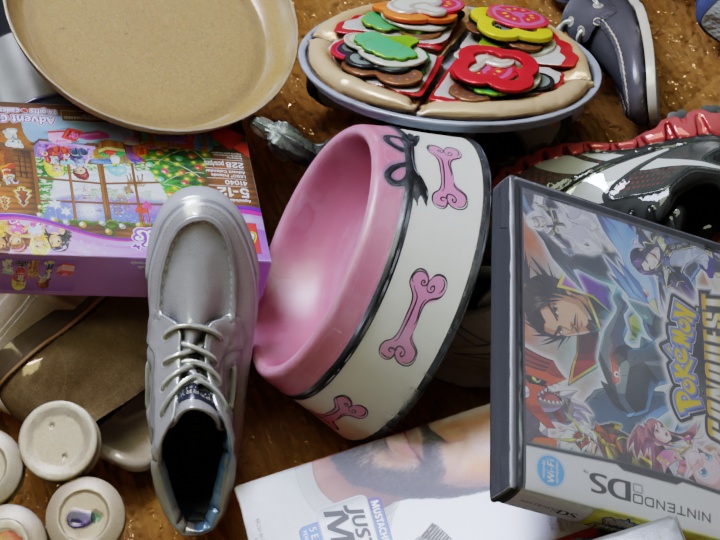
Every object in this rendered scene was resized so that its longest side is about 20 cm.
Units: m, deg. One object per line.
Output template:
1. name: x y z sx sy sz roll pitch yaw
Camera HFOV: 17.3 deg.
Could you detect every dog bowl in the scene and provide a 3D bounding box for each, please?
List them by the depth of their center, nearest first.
1. dog bowl: 0.000 0.000 1.451 0.073 0.200 0.201 22 49 -19

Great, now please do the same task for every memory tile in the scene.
1. memory tile: -0.207 0.189 1.418 0.152 0.017 0.201 -17 73 0

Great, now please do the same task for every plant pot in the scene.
1. plant pot: -0.139 -0.165 1.552 0.198 0.028 0.201 11 54 -15

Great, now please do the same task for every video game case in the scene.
1. video game case: 0.157 0.059 1.376 0.180 0.025 0.201 16 59 -24

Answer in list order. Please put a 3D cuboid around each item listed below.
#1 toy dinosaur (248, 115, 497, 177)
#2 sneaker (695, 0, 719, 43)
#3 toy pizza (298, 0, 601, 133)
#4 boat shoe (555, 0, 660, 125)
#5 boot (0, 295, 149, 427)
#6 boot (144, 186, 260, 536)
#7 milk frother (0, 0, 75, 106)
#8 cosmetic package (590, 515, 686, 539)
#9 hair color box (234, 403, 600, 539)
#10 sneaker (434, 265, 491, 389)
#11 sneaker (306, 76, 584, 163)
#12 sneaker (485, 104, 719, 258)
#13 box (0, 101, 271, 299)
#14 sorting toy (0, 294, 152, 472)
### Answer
1. toy dinosaur: 0.018 -0.062 1.564 0.198 0.088 0.048 6 69 -12
2. sneaker: 0.299 -0.140 1.566 0.199 0.076 0.088 23 61 31
3. toy pizza: 0.059 -0.143 1.536 0.198 0.032 0.201 3 28 -2
4. boat shoe: 0.163 -0.162 1.623 0.062 0.073 0.201 -10 41 0
5. boot: -0.147 0.039 1.516 0.075 0.074 0.200 46 60 8
6. boot: -0.094 0.058 1.420 0.073 0.202 0.096 -2 21 -4
7. milk frother: -0.198 -0.155 1.618 0.179 0.201 0.188 -14 34 -12
8. cosmetic package: 0.100 0.224 1.311 0.198 0.090 0.107 -17 51 -3
9. hair color box: 0.035 0.155 1.401 0.198 0.064 0.111 -18 48 -1
10. sneaker: 0.113 0.043 1.457 0.199 0.087 0.075 14 54 24
11. sneaker: 0.051 -0.114 1.617 0.199 0.074 0.080 11 60 23
12. sneaker: 0.163 -0.039 1.521 0.199 0.071 0.098 -15 46 1
13. box: -0.164 -0.045 1.492 0.198 0.039 0.137 2 46 -17
14. sorting toy: -0.159 0.038 1.576 0.184 0.037 0.200 21 55 29
